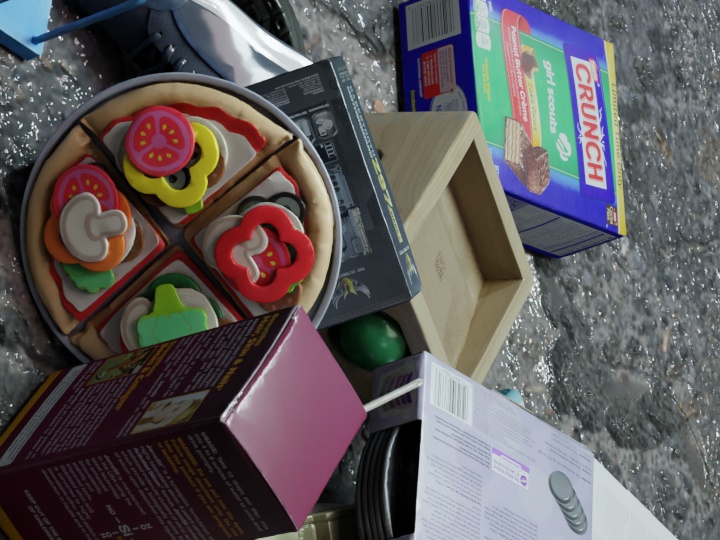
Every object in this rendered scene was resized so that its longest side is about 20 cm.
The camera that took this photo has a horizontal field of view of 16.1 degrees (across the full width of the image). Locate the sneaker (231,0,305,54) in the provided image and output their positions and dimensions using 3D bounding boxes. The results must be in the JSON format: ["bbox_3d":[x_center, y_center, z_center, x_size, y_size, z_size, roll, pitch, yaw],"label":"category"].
[{"bbox_3d":[-0.083,-0.212,1.745,0.200,0.076,0.091,67,29,-15],"label":"sneaker"}]

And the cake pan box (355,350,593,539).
[{"bbox_3d":[0.077,0.171,1.664,0.200,0.052,0.184,31,50,-41],"label":"cake pan box"}]

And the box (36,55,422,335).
[{"bbox_3d":[-0.081,-0.028,1.569,0.051,0.200,0.158,-37,108,-78],"label":"box"}]

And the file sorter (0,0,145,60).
[{"bbox_3d":[-0.218,-0.245,1.531,0.200,0.123,0.139,34,52,-43],"label":"file sorter"}]

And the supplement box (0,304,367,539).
[{"bbox_3d":[-0.111,0.103,1.476,0.086,0.200,0.110,59,38,-22],"label":"supplement box"}]

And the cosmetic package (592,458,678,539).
[{"bbox_3d":[0.181,0.264,1.936,0.151,0.052,0.200,42,46,-34],"label":"cosmetic package"}]

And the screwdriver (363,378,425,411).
[{"bbox_3d":[-0.041,0.107,1.580,0.200,0.029,0.028,-26,77,-20],"label":"screwdriver"}]

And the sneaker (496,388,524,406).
[{"bbox_3d":[0.083,0.178,1.814,0.200,0.080,0.131,-36,106,-51],"label":"sneaker"}]

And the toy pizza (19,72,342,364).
[{"bbox_3d":[-0.111,-0.019,1.532,0.032,0.200,0.200,-42,113,-78],"label":"toy pizza"}]

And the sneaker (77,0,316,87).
[{"bbox_3d":[-0.113,-0.102,1.638,0.202,0.077,0.146,30,61,-16],"label":"sneaker"}]

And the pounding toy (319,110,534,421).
[{"bbox_3d":[0.000,0.000,1.745,0.200,0.142,0.184,-59,138,-42],"label":"pounding toy"}]

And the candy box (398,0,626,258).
[{"bbox_3d":[0.121,-0.115,1.973,0.200,0.077,0.169,18,63,-51],"label":"candy box"}]

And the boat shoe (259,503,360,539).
[{"bbox_3d":[-0.068,0.183,1.619,0.200,0.068,0.075,4,79,-33],"label":"boat shoe"}]
